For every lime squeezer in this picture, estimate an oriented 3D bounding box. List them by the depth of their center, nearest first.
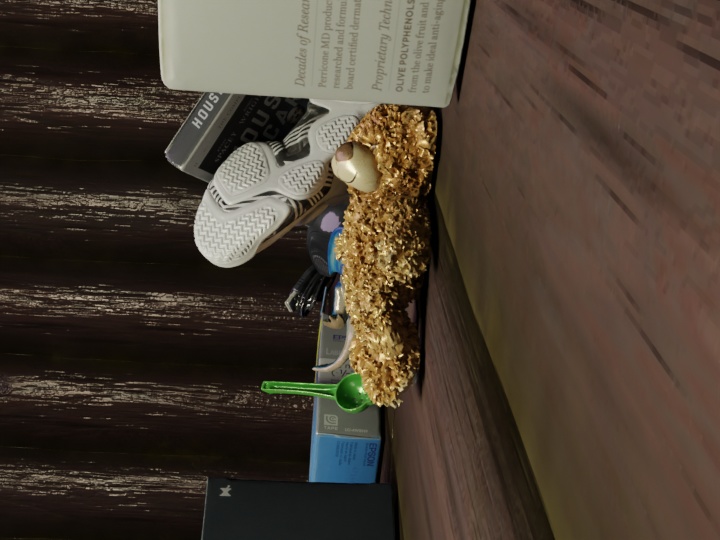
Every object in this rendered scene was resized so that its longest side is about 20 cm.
[{"bbox_3d":[-0.004,0.090,1.082,0.199,0.071,0.038,-25,27,52],"label":"lime squeezer"}]

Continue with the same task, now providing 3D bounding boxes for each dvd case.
[{"bbox_3d":[-0.047,-0.118,0.939,0.151,0.025,0.199,-55,-25,7],"label":"dvd case"}]

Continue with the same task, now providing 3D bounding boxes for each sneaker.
[{"bbox_3d":[-0.030,-0.060,0.916,0.200,0.075,0.115,-48,-32,-16],"label":"sneaker"}]

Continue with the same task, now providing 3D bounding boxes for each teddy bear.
[{"bbox_3d":[0.011,-0.011,0.837,0.146,0.066,0.203,-96,9,-60],"label":"teddy bear"}]

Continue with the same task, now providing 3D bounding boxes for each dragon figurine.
[{"bbox_3d":[0.000,0.000,1.081,0.202,0.058,0.100,102,173,-47],"label":"dragon figurine"}]

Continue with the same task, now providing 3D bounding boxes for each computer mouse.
[{"bbox_3d":[-0.025,-0.040,1.255,0.139,0.053,0.200,-50,-5,-21],"label":"computer mouse"}]

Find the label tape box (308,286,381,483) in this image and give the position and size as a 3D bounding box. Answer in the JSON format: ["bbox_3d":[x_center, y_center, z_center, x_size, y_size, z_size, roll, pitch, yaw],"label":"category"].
[{"bbox_3d":[-0.015,0.136,1.224,0.201,0.065,0.145,-87,2,-50],"label":"label tape box"}]

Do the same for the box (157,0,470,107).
[{"bbox_3d":[-0.022,-0.232,0.700,0.202,0.168,0.201,96,175,-49],"label":"box"}]

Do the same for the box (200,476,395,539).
[{"bbox_3d":[-0.052,0.270,0.979,0.108,0.146,0.202,-92,5,-55],"label":"box"}]
